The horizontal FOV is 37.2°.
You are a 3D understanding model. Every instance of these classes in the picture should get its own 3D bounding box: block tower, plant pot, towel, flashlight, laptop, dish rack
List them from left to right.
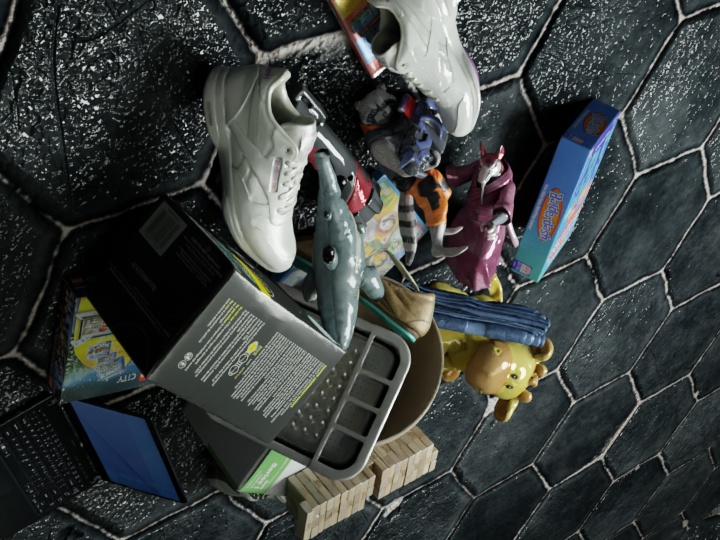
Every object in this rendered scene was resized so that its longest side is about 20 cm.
[{"bbox_3d":[-0.312,0.227,1.156,0.198,0.103,0.179,-30,141,-19],"label":"laptop"},{"bbox_3d":[-0.059,0.122,1.179,0.044,0.197,0.174,83,32,-71],"label":"dish rack"},{"bbox_3d":[-0.045,-0.116,1.122,0.200,0.067,0.069,43,67,-50],"label":"flashlight"},{"bbox_3d":[-0.001,0.120,1.271,0.199,0.201,0.135,-37,163,-10],"label":"plant pot"},{"bbox_3d":[0.000,0.243,1.270,0.198,0.058,0.055,-23,138,-32],"label":"block tower"},{"bbox_3d":[0.135,0.054,1.352,0.112,0.196,0.050,105,-5,-89],"label":"towel"}]

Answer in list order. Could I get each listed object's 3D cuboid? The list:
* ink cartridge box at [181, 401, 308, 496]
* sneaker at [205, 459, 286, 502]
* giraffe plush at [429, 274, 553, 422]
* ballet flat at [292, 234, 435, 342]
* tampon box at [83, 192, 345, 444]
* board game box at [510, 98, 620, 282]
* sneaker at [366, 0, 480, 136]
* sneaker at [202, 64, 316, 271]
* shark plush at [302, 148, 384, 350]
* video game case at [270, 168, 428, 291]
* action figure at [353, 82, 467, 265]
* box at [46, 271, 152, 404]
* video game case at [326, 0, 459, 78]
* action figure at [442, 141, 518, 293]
[{"bbox_3d":[-0.096,0.198,1.300,0.085,0.146,0.199,-52,143,12],"label":"ink cartridge box"},{"bbox_3d":[-0.134,0.264,1.404,0.200,0.078,0.075,33,60,-66],"label":"sneaker"},{"bbox_3d":[0.167,0.116,1.461,0.197,0.162,0.175,-19,137,-30],"label":"giraffe plush"},{"bbox_3d":[0.000,0.000,1.195,0.073,0.198,0.068,-58,177,-10],"label":"ballet flat"},{"bbox_3d":[-0.140,0.051,1.050,0.127,0.150,0.200,-49,141,0],"label":"tampon box"},{"bbox_3d":[0.268,-0.105,1.395,0.152,0.044,0.202,-45,157,-52],"label":"board game box"},{"bbox_3d":[0.061,-0.216,1.085,0.099,0.075,0.202,-31,127,-11],"label":"sneaker"},{"bbox_3d":[-0.084,-0.093,1.002,0.075,0.098,0.203,-53,135,-59],"label":"sneaker"},{"bbox_3d":[-0.018,-0.023,1.100,0.084,0.089,0.204,-64,163,-65],"label":"shark plush"},{"bbox_3d":[-0.017,-0.013,1.281,0.200,0.018,0.143,-45,145,1],"label":"video game case"},{"bbox_3d":[0.048,-0.103,1.142,0.103,0.196,0.200,-23,-168,22],"label":"action figure"},{"bbox_3d":[-0.225,0.058,1.131,0.197,0.038,0.138,-10,131,-38],"label":"box"},{"bbox_3d":[0.026,-0.300,1.046,0.143,0.017,0.200,-42,144,-4],"label":"video game case"},{"bbox_3d":[0.159,-0.073,1.298,0.147,0.134,0.202,-22,141,-29],"label":"action figure"}]
